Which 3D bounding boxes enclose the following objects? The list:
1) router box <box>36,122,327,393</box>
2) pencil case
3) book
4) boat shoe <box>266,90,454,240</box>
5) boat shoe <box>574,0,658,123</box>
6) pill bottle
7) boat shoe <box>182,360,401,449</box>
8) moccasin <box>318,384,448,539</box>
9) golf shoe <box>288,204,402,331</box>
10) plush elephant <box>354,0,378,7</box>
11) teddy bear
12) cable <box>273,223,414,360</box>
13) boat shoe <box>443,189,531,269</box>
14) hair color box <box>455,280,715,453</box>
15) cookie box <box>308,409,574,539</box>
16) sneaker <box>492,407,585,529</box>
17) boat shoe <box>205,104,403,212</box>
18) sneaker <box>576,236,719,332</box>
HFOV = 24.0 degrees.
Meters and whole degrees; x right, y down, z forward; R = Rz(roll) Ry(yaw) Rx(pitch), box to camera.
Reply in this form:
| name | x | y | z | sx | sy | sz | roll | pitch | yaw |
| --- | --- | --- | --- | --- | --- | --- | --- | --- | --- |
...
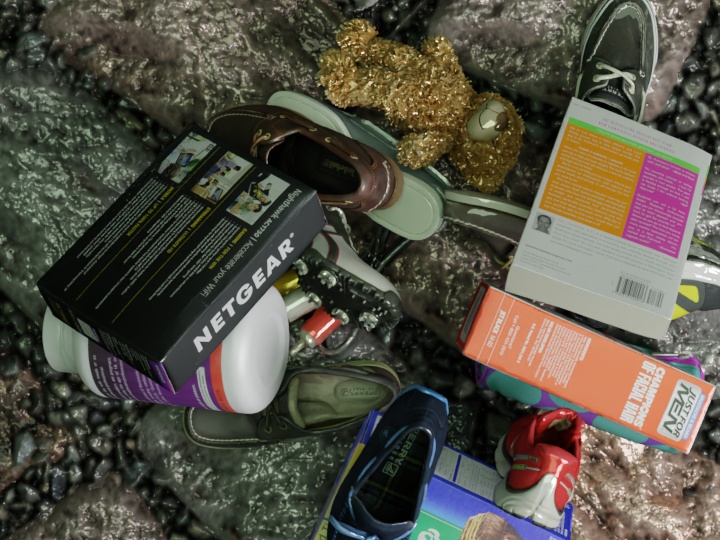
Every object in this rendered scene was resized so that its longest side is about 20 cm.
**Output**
| name | x | y | z | sx | sy | sz | roll | pitch | yaw |
| --- | --- | --- | --- | --- | --- | --- | --- | --- | --- |
| router box | -0.147 | -0.014 | 1.397 | 0.148 | 0.051 | 0.200 | 29 | 66 | 30 |
| pencil case | 0.202 | 0.089 | 1.488 | 0.198 | 0.085 | 0.093 | 18 | 105 | -1 |
| book | 0.207 | -0.044 | 1.386 | 0.132 | 0.048 | 0.201 | 19 | 48 | 7 |
| boat shoe | 0.001 | -0.097 | 1.498 | 0.199 | 0.062 | 0.073 | 35 | 121 | 20 |
| boat shoe | 0.224 | -0.154 | 1.504 | 0.070 | 0.064 | 0.202 | 12 | 88 | 0 |
| pill bottle | -0.168 | 0.058 | 1.454 | 0.198 | 0.112 | 0.114 | 5 | 89 | 18 |
| boat shoe | -0.061 | 0.114 | 1.492 | 0.198 | 0.065 | 0.074 | -12 | 86 | -3 |
| moccasin | 0.012 | 0.186 | 1.373 | 0.080 | 0.068 | 0.202 | 17 | 114 | 1 |
| golf shoe | -0.032 | -0.020 | 1.454 | 0.199 | 0.078 | 0.088 | 29 | 62 | 32 |
| plush elephant | 0.037 | -0.315 | 1.473 | 0.154 | 0.166 | 0.199 | 29 | 50 | 34 |
| teddy bear | 0.056 | -0.152 | 1.478 | 0.200 | 0.145 | 0.067 | 41 | 131 | 10 |
| cable | 0.000 | 0.000 | 1.497 | 0.200 | 0.050 | 0.097 | -41 | 69 | 1 |
| boat shoe | 0.153 | -0.022 | 1.472 | 0.198 | 0.072 | 0.060 | 16 | 97 | -30 |
| hair color box | 0.181 | 0.077 | 1.390 | 0.198 | 0.111 | 0.064 | 23 | 92 | 0 |
| cookie box | 0.059 | 0.245 | 1.463 | 0.198 | 0.075 | 0.172 | 25 | 109 | 1 |
| sneaker | 0.162 | 0.153 | 1.426 | 0.076 | 0.200 | 0.086 | 25 | 102 | -1 |
| boat shoe | -0.060 | -0.100 | 1.455 | 0.199 | 0.070 | 0.071 | 16 | 101 | 30 |
| sneaker | 0.257 | 0.014 | 1.474 | 0.199 | 0.075 | 0.085 | 9 | 115 | -36 |
